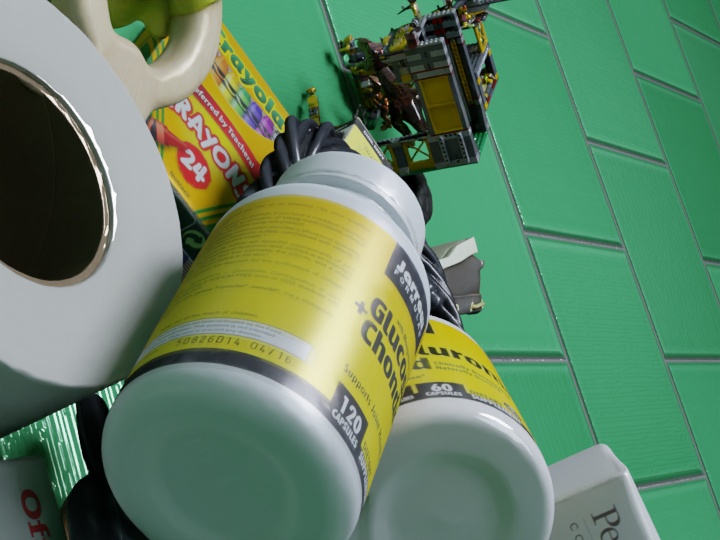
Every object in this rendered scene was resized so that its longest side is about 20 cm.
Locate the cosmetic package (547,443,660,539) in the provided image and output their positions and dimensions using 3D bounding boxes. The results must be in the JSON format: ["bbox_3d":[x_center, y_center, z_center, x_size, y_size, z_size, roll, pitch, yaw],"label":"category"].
[{"bbox_3d":[0.089,0.217,0.901,0.165,0.199,0.166,11,55,-84],"label":"cosmetic package"}]

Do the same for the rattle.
[{"bbox_3d":[-0.170,-0.126,0.887,0.130,0.142,0.201,67,40,-57],"label":"rattle"}]

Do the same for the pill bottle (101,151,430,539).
[{"bbox_3d":[-0.031,0.032,0.707,0.112,0.112,0.200,53,33,-22],"label":"pill bottle"}]

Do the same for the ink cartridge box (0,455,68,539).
[{"bbox_3d":[-0.197,0.160,0.621,0.200,0.084,0.146,0,68,-61],"label":"ink cartridge box"}]

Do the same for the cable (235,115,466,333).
[{"bbox_3d":[0.000,0.000,0.983,0.200,0.051,0.164,49,27,-22],"label":"cable"}]

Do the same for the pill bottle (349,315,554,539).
[{"bbox_3d":[0.027,0.087,0.826,0.112,0.111,0.200,55,3,-18],"label":"pill bottle"}]

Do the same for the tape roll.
[{"bbox_3d":[-0.196,-0.019,0.707,0.202,0.139,0.204,39,38,-39],"label":"tape roll"}]

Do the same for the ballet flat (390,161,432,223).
[{"bbox_3d":[0.009,-0.034,1.138,0.200,0.066,0.057,-53,136,-71],"label":"ballet flat"}]

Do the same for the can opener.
[{"bbox_3d":[-0.100,0.105,0.741,0.200,0.063,0.079,-112,-171,-62],"label":"can opener"}]

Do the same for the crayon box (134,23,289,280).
[{"bbox_3d":[-0.104,-0.093,1.017,0.127,0.051,0.200,53,30,-21],"label":"crayon box"}]

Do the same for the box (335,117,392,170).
[{"bbox_3d":[-0.041,-0.026,1.050,0.050,0.075,0.200,54,31,-18],"label":"box"}]

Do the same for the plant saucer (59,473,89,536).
[{"bbox_3d":[-0.102,0.195,0.809,0.200,0.035,0.201,39,37,-38],"label":"plant saucer"}]

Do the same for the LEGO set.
[{"bbox_3d":[0.029,-0.155,1.188,0.200,0.153,0.116,-58,136,-50],"label":"LEGO set"}]

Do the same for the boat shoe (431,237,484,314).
[{"bbox_3d":[0.033,0.026,1.136,0.201,0.071,0.061,-24,99,-55],"label":"boat shoe"}]
